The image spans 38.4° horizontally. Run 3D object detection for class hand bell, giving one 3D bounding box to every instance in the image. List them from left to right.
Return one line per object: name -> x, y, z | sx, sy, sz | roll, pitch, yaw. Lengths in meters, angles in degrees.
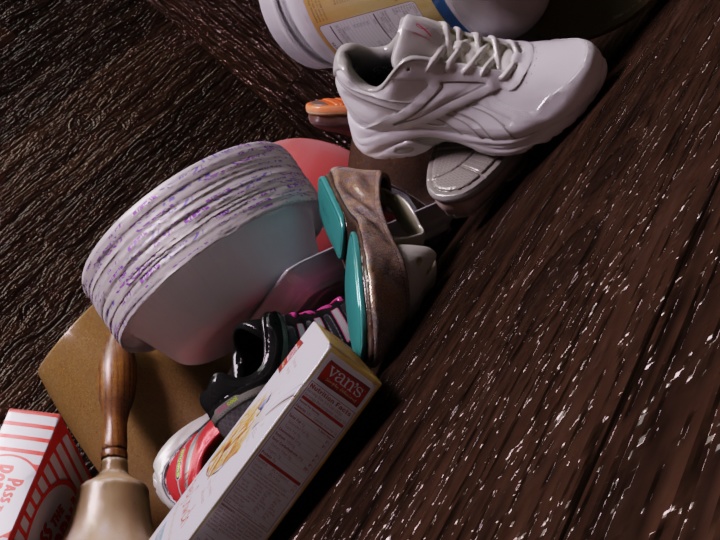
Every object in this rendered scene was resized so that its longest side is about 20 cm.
hand bell -> -0.194, 0.141, 0.822 | 0.104, 0.103, 0.201 | -46, 40, 51

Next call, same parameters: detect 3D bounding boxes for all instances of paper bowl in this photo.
paper bowl -> -0.113, -0.001, 0.830 | 0.200, 0.105, 0.201 | -34, -11, -8

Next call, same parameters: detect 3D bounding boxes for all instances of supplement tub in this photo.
supplement tub -> 0.031, -0.232, 0.789 | 0.199, 0.145, 0.145 | -3, 38, 42

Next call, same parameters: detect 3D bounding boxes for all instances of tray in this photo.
tray -> 0.000, 0.000, 0.837 | 0.199, 0.022, 0.107 | -25, -16, -39

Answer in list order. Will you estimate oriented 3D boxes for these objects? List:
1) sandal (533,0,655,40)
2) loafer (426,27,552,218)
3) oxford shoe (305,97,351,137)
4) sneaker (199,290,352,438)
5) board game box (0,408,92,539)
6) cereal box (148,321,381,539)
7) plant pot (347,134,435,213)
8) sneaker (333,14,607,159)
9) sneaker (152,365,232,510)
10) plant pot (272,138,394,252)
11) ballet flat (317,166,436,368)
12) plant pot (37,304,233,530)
sandal -> 0.227, -0.238, 0.765 | 0.211, 0.078, 0.069 | -41, -25, 27
loafer -> 0.111, -0.108, 0.784 | 0.071, 0.063, 0.201 | 3, 50, 33
oxford shoe -> 0.035, -0.129, 1.046 | 0.071, 0.198, 0.073 | -138, 59, -65
sneaker -> -0.041, 0.052, 0.722 | 0.200, 0.087, 0.074 | -52, 4, -40
board game box -> -0.257, 0.230, 0.821 | 0.201, 0.046, 0.152 | 84, -166, -49
cereal box -> -0.068, 0.122, 0.572 | 0.201, 0.039, 0.144 | -54, 6, -3
plant pot -> 0.071, -0.150, 0.930 | 0.201, 0.186, 0.187 | -62, 5, -10
sneaker -> 0.065, -0.133, 0.708 | 0.199, 0.100, 0.078 | -7, 51, 27
sneaker -> -0.074, 0.114, 0.810 | 0.085, 0.077, 0.200 | -10, 37, 53
plant pot -> -0.067, -0.008, 1.079 | 0.200, 0.200, 0.178 | -46, 13, 51
ballet flat -> 0.016, -0.013, 0.710 | 0.201, 0.067, 0.068 | -104, 15, -49
plant pot -> -0.183, 0.121, 0.934 | 0.187, 0.200, 0.186 | -49, 4, 4
